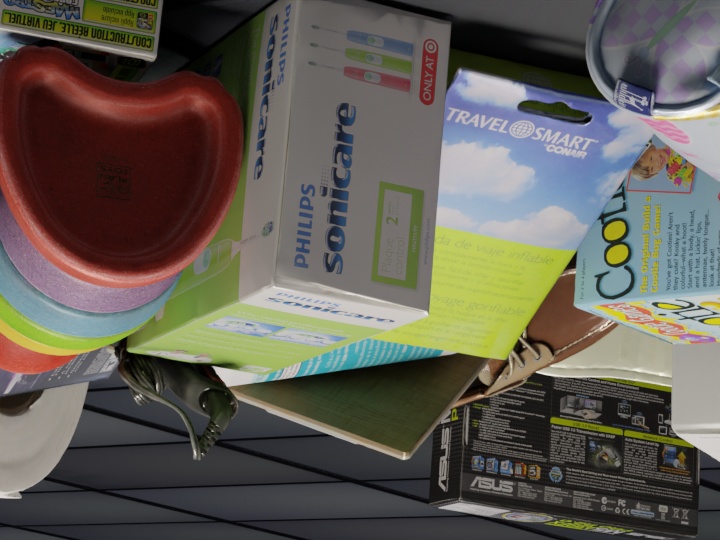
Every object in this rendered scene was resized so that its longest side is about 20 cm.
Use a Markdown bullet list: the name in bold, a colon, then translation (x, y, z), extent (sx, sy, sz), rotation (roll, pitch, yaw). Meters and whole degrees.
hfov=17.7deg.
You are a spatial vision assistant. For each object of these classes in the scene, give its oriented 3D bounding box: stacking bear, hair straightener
- **stacking bear**: translation (-0.146, -0.010, 1.137), extent (0.120, 0.115, 0.200), rotation (8, 156, -20)
- **hair straightener**: translation (-0.119, 0.050, 1.248), extent (0.076, 0.041, 0.200), rotation (11, -161, -22)

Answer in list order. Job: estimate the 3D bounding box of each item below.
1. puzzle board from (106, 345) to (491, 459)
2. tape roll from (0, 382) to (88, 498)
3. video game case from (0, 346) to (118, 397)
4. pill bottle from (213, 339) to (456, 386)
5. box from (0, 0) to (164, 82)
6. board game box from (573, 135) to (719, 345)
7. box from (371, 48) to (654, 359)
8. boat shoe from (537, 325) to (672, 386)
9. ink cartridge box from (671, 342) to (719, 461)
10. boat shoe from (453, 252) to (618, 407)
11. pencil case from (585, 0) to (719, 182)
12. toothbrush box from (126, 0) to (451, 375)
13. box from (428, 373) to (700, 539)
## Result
- **puzzle board**: translation (-0.028, 0.042, 1.366), extent (0.199, 0.018, 0.151), rotation (18, -144, 21)
- **tape roll**: translation (-0.237, 0.034, 1.390), extent (0.070, 0.204, 0.202), rotation (0, 166, 21)
- **video game case**: translation (-0.160, 0.013, 1.350), extent (0.019, 0.143, 0.200), rotation (42, -164, 16)
- **pill bottle**: translation (0.000, 0.000, 1.317), extent (0.198, 0.112, 0.111), rotation (-7, 170, -16)
- **box**: translation (-0.174, -0.104, 1.157), extent (0.109, 0.035, 0.200), rotation (9, 166, -16)
- **board game box**: translation (0.223, -0.027, 1.192), extent (0.199, 0.106, 0.103), rotation (-6, 163, 38)
- **box**: translation (0.060, -0.038, 1.186), extent (0.121, 0.048, 0.201), rotation (9, 137, -21)
- **boat shoe**: translation (0.158, 0.038, 1.547), extent (0.200, 0.073, 0.060), rotation (12, -177, 4)
- **ink cartridge box**: translation (0.251, 0.043, 1.377), extent (0.085, 0.148, 0.200), rotation (-4, 164, 26)
- **boat shoe**: translation (0.089, 0.047, 1.482), extent (0.199, 0.076, 0.072), rotation (-26, -164, 18)
- **pencil case**: translation (0.174, -0.080, 1.032), extent (0.090, 0.084, 0.200), rotation (22, 177, 30)
- **toothbrush box**: translation (-0.039, -0.038, 1.147), extent (0.085, 0.147, 0.200), rotation (11, 165, -22)
- **box**: translation (0.147, 0.097, 1.609), extent (0.199, 0.162, 0.044), rotation (11, 164, -27)
